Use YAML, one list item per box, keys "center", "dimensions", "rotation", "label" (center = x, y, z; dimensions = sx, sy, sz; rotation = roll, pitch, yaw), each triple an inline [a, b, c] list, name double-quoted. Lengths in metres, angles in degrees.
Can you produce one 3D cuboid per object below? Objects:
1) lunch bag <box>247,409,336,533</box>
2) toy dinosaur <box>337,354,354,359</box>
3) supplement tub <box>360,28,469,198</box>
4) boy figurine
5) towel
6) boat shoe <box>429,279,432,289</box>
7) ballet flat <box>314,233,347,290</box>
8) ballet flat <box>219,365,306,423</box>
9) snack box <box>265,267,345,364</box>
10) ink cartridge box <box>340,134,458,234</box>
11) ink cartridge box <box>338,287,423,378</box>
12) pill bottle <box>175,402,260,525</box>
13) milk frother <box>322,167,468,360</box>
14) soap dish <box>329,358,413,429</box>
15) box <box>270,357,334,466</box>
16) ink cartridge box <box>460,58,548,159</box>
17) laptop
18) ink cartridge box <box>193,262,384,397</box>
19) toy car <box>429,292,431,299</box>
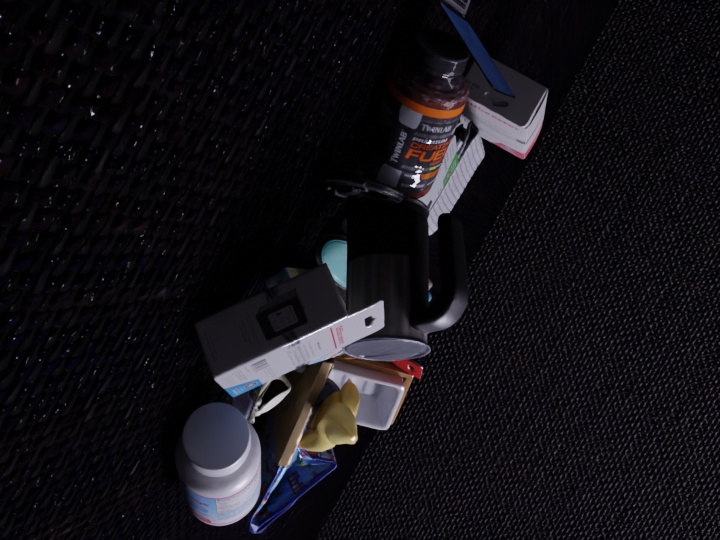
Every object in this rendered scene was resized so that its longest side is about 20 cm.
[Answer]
- center: [-0.140, 0.317, 1.332]
  dimensions: [0.201, 0.093, 0.152]
  rotation: [-51, -153, 18]
  label: "lunch bag"
- center: [-0.031, 0.106, 1.210]
  dimensions: [0.060, 0.196, 0.109]
  rotation: [10, 76, -55]
  label: "toy dinosaur"
- center: [0.072, -0.196, 1.025]
  dimensions: [0.107, 0.106, 0.203]
  rotation: [-46, 162, -46]
  label: "supplement tub"
- center: [-0.050, 0.215, 1.191]
  dimensions: [0.125, 0.064, 0.200]
  rotation: [-47, -168, -3]
  label: "boy figurine"
- center: [0.130, -0.165, 1.409]
  dimensions: [0.203, 0.085, 0.165]
  rotation: [-58, 167, 3]
  label: "towel"
- center: [0.041, 0.013, 1.337]
  dimensions: [0.072, 0.076, 0.199]
  rotation: [-49, -158, -9]
  label: "boat shoe"
- center: [0.000, 0.000, 1.190]
  dimensions: [0.069, 0.198, 0.075]
  rotation: [-56, -148, 6]
  label: "ballet flat"
- center: [-0.115, 0.135, 1.141]
  dimensions: [0.201, 0.071, 0.073]
  rotation: [-53, 167, -32]
  label: "ballet flat"
- center: [-0.056, 0.058, 1.082]
  dimensions: [0.037, 0.118, 0.200]
  rotation: [-30, 172, 10]
  label: "snack box"
- center: [0.062, -0.118, 1.228]
  dimensions: [0.203, 0.082, 0.147]
  rotation: [-58, 168, -3]
  label: "ink cartridge box"
- center: [0.030, 0.084, 1.293]
  dimensions: [0.068, 0.198, 0.116]
  rotation: [-55, 170, -12]
  label: "ink cartridge box"
- center: [-0.180, 0.247, 1.039]
  dimensions: [0.109, 0.107, 0.202]
  rotation: [-52, 166, -29]
  label: "pill bottle"
- center: [0.018, -0.006, 1.005]
  dimensions: [0.179, 0.196, 0.193]
  rotation: [-24, -121, 50]
  label: "milk frother"
- center: [-0.019, 0.186, 1.393]
  dimensions: [0.159, 0.195, 0.082]
  rotation: [107, -4, -47]
  label: "soap dish"
- center: [-0.090, 0.160, 1.211]
  dimensions: [0.165, 0.021, 0.203]
  rotation: [-106, -146, -55]
  label: "box"
- center: [0.253, -0.290, 1.452]
  dimensions: [0.084, 0.145, 0.200]
  rotation: [-58, 168, -1]
  label: "ink cartridge box"
- center: [0.162, -0.333, 0.992]
  dimensions: [0.204, 0.114, 0.187]
  rotation: [-70, 166, 14]
  label: "laptop"
- center: [-0.074, 0.061, 0.908]
  dimensions: [0.196, 0.068, 0.116]
  rotation: [-24, 162, -6]
  label: "ink cartridge box"
- center: [0.067, 0.095, 1.599]
  dimensions: [0.203, 0.148, 0.175]
  rotation: [-61, 167, 12]
  label: "toy car"
